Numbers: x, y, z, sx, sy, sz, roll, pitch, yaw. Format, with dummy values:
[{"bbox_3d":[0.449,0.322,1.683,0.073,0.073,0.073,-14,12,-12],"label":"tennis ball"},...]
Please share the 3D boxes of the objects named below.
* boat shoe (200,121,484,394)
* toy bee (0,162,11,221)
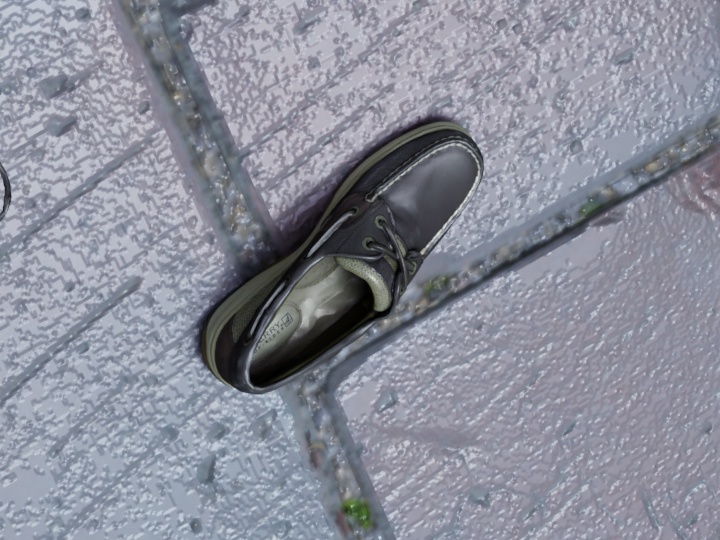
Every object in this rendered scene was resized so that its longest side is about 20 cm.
[{"bbox_3d":[0.000,0.000,1.541,0.200,0.065,0.073,-45,119,-4],"label":"boat shoe"},{"bbox_3d":[-0.274,-0.073,1.381,0.131,0.109,0.200,-44,96,6],"label":"toy bee"}]
